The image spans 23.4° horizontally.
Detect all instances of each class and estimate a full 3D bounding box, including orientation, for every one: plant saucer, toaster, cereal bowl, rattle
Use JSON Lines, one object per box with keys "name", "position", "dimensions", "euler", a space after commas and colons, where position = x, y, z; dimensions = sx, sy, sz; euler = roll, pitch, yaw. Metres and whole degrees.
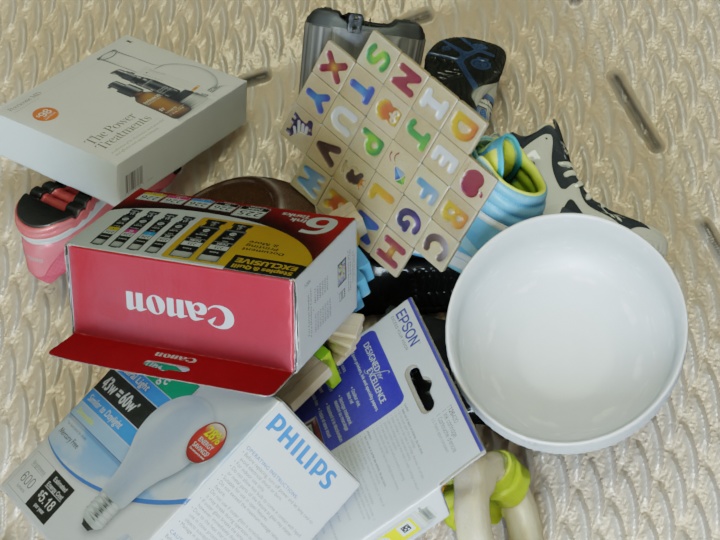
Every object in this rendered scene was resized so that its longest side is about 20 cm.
{"name": "plant saucer", "position": [-0.132, -0.016, 1.553], "dimensions": [0.199, 0.035, 0.201], "euler": [-24, 38, 20]}
{"name": "toaster", "position": [-0.002, -0.171, 1.599], "dimensions": [0.113, 0.200, 0.130], "euler": [7, 99, -2]}
{"name": "cereal bowl", "position": [0.169, 0.059, 1.436], "dimensions": [0.198, 0.083, 0.202], "euler": [-2, 69, 4]}
{"name": "rattle", "position": [0.082, 0.253, 1.403], "dimensions": [0.142, 0.130, 0.202], "euler": [-12, 84, 10]}

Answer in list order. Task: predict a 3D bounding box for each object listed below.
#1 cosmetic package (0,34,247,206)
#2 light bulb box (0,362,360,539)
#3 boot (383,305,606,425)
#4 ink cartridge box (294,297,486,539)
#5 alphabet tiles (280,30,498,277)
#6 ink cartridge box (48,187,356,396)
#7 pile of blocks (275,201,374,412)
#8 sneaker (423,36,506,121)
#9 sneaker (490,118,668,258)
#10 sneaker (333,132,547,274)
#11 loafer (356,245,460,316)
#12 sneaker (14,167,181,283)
{"name": "cosmetic package", "position": [-0.223, -0.145, 1.636], "dimensions": [0.150, 0.052, 0.200], "euler": [21, 38, 25]}
{"name": "light bulb box", "position": [-0.145, 0.171, 1.381], "dimensions": [0.200, 0.125, 0.198], "euler": [-47, 39, -10]}
{"name": "boot", "position": [0.116, 0.061, 1.525], "dimensions": [0.198, 0.066, 0.166], "euler": [7, 57, 14]}
{"name": "ink cartridge box", "position": [-0.001, 0.147, 1.423], "dimensions": [0.199, 0.047, 0.198], "euler": [-33, 41, 8]}
{"name": "alphabet tiles", "position": [0.022, -0.099, 1.494], "dimensions": [0.200, 0.167, 0.006], "euler": [41, 29, 18]}
{"name": "ink cartridge box", "position": [-0.124, 0.013, 1.372], "dimensions": [0.198, 0.084, 0.176], "euler": [8, 25, 19]}
{"name": "pile of blocks", "position": [-0.026, 0.041, 1.467], "dimensions": [0.082, 0.062, 0.201], "euler": [11, 60, 21]}
{"name": "sneaker", "position": [0.087, -0.153, 1.653], "dimensions": [0.075, 0.077, 0.200], "euler": [16, 43, 12]}
{"name": "sneaker", "position": [0.191, -0.076, 1.588], "dimensions": [0.198, 0.080, 0.130], "euler": [9, 67, 22]}
{"name": "sneaker", "position": [0.075, -0.076, 1.513], "dimensions": [0.199, 0.131, 0.080], "euler": [21, 35, 13]}
{"name": "loafer", "position": [0.000, 0.000, 1.573], "dimensions": [0.198, 0.073, 0.072], "euler": [3, 37, -2]}
{"name": "sneaker", "position": [-0.246, -0.056, 1.626], "dimensions": [0.073, 0.087, 0.200], "euler": [26, 40, 27]}
